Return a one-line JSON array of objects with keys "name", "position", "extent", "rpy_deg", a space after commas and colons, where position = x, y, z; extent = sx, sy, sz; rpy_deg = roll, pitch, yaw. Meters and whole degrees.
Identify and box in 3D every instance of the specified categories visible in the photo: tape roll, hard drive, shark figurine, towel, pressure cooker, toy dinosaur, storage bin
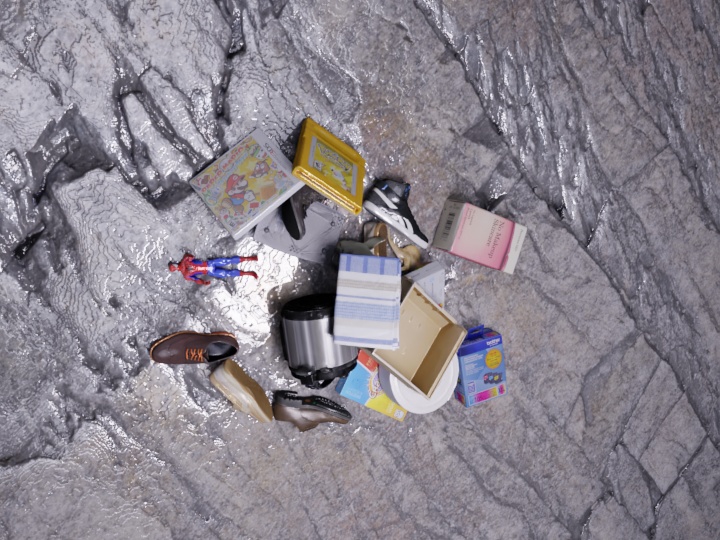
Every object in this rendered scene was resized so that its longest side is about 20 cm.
[{"name": "tape roll", "position": [0.147, 0.249, 1.568], "extent": [0.198, 0.070, 0.209], "rpy_deg": [-2, 94, -25]}, {"name": "hard drive", "position": [-0.143, -0.102, 1.458], "extent": [0.196, 0.042, 0.138], "rpy_deg": [18, 92, -22]}, {"name": "shark figurine", "position": [0.016, 0.009, 1.459], "extent": [0.125, 0.217, 0.091], "rpy_deg": [-16, 136, -2]}, {"name": "towel", "position": [0.017, 0.066, 1.358], "extent": [0.143, 0.024, 0.206], "rpy_deg": [4, 74, -3]}, {"name": "pressure cooker", "position": [-0.092, 0.168, 1.451], "extent": [0.172, 0.178, 0.206], "rpy_deg": [-12, 103, -21]}, {"name": "toy dinosaur", "position": [0.112, -0.021, 1.574], "extent": [0.198, 0.058, 0.103], "rpy_deg": [32, 72, -30]}, {"name": "storage bin", "position": [0.121, 0.151, 1.449], "extent": [0.199, 0.093, 0.201], "rpy_deg": [40, 75, -26]}]

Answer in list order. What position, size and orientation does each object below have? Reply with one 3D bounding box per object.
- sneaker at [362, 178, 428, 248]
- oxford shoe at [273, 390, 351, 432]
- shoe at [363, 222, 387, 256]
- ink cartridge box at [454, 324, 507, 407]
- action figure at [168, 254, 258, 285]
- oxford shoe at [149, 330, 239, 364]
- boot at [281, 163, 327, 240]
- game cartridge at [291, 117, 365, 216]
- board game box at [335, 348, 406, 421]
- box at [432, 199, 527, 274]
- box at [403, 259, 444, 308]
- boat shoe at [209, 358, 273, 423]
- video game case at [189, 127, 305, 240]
[{"name": "sneaker", "position": [0.111, -0.148, 1.531], "extent": [0.198, 0.073, 0.113], "rpy_deg": [34, 88, -21]}, {"name": "oxford shoe", "position": [-0.118, 0.353, 1.534], "extent": [0.195, 0.073, 0.087], "rpy_deg": [13, 97, -10]}, {"name": "shoe", "position": [0.033, -0.018, 1.540], "extent": [0.070, 0.052, 0.206], "rpy_deg": [-20, 115, -61]}, {"name": "ink cartridge box", "position": [0.310, 0.242, 1.674], "extent": [0.133, 0.076, 0.205], "rpy_deg": [-14, 102, -18]}, {"name": "action figure", "position": [-0.319, -0.003, 1.382], "extent": [0.195, 0.099, 0.067], "rpy_deg": [-1, 98, -18]}, {"name": "oxford shoe", "position": [-0.368, 0.175, 1.402], "extent": [0.195, 0.072, 0.073], "rpy_deg": [-8, 102, -20]}, {"name": "boot", "position": [-0.094, -0.170, 1.412], "extent": [0.170, 0.069, 0.205], "rpy_deg": [-5, 73, -28]}, {"name": "game cartridge", "position": [-0.064, -0.235, 1.398], "extent": [0.174, 0.203, 0.032], "rpy_deg": [31, 130, -24]}, {"name": "board game box", "position": [0.054, 0.275, 1.599], "extent": [0.197, 0.040, 0.156], "rpy_deg": [27, 89, -23]}, {"name": "box", "position": [0.301, -0.085, 1.596], "extent": [0.196, 0.109, 0.131], "rpy_deg": [17, 93, -22]}, {"name": "box", "position": [0.116, 0.078, 1.550], "extent": [0.196, 0.041, 0.158], "rpy_deg": [-24, 138, -14]}, {"name": "boat shoe", "position": [-0.277, 0.289, 1.464], "extent": [0.068, 0.074, 0.202], "rpy_deg": [-27, 119, 11]}, {"name": "video game case", "position": [-0.243, -0.190, 1.354], "extent": [0.199, 0.023, 0.182], "rpy_deg": [-40, 67, -9]}]
